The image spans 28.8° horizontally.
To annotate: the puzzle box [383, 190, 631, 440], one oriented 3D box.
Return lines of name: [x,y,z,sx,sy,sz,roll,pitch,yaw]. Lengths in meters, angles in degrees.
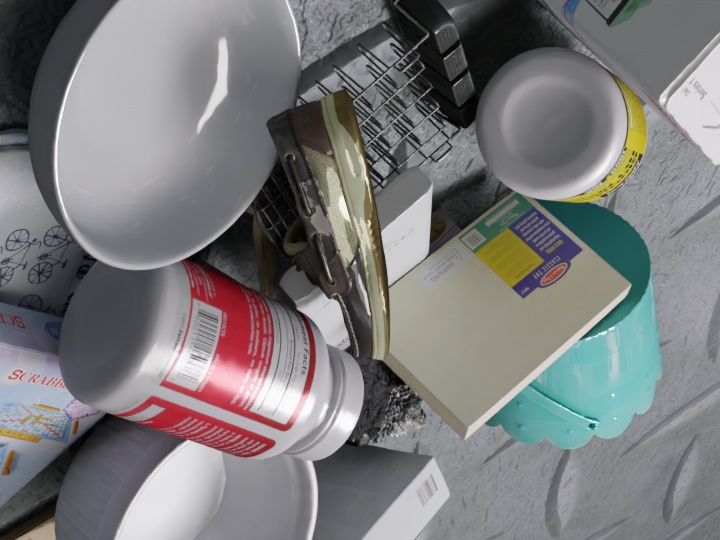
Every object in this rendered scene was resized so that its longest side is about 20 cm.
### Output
puzzle box: [0.109,0.031,1.152,0.200,0.133,0.025,-37,158,-24]

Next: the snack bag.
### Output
snack bag: [-0.191,-0.016,0.959,0.200,0.021,0.189,-5,134,-45]

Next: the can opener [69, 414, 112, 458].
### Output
can opener: [-0.156,0.138,1.185,0.067,0.054,0.200,-20,164,35]

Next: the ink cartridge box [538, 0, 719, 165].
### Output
ink cartridge box: [0.197,-0.184,0.995,0.084,0.200,0.145,-46,149,11]

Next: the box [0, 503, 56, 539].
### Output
box: [-0.227,0.269,1.201,0.200,0.021,0.164,-30,113,-17]

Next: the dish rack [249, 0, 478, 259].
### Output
dish rack: [0.000,-0.098,1.010,0.200,0.055,0.153,-42,152,-6]

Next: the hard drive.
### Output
hard drive: [0.000,0.000,1.084,0.132,0.026,0.200,-41,168,-9]

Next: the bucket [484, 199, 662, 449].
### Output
bucket: [0.173,0.042,1.267,0.207,0.207,0.135,-30,138,-17]

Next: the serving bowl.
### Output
serving bowl: [-0.126,-0.104,0.851,0.200,0.066,0.201,-34,138,-37]

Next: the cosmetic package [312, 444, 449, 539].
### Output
cosmetic package: [-0.040,0.231,1.215,0.200,0.150,0.052,-44,124,-35]

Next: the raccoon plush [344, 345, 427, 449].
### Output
raccoon plush: [0.054,0.101,1.258,0.200,0.097,0.134,-17,169,36]

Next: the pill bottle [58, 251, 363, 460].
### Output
pill bottle: [-0.095,0.064,0.960,0.200,0.112,0.112,26,111,-40]

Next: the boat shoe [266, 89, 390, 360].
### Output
boat shoe: [-0.020,-0.025,0.936,0.066,0.072,0.201,-8,124,2]

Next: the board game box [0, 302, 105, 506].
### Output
board game box: [-0.281,0.102,0.967,0.199,0.041,0.200,-40,151,17]

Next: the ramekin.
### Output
ramekin: [-0.140,0.189,1.084,0.200,0.105,0.201,-19,118,-39]

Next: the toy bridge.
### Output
toy bridge: [-0.102,0.019,1.055,0.200,0.067,0.027,-64,172,33]

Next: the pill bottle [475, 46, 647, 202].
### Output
pill bottle: [0.167,-0.110,1.111,0.113,0.112,0.200,-49,167,14]

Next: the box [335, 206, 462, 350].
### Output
box: [0.005,0.023,1.207,0.200,0.041,0.039,-35,148,-7]
